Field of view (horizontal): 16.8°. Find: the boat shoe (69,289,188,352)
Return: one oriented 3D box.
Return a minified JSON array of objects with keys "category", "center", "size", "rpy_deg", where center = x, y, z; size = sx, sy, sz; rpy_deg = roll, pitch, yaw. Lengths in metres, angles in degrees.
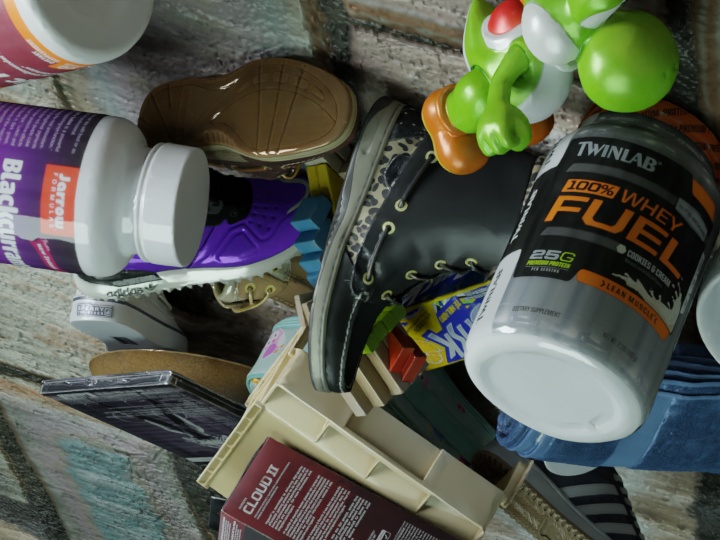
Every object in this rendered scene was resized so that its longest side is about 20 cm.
[{"category":"boat shoe","center":[-0.188,0.029,1.996],"size":[0.071,0.066,0.200],"rpy_deg":[2,168,17]}]

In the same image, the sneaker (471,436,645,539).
[{"category":"sneaker","center":[0.190,0.182,1.874],"size":[0.200,0.108,0.070],"rpy_deg":[45,148,10]}]

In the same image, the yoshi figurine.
[{"category":"yoshi figurine","center":[0.124,-0.114,1.474],"size":[0.111,0.113,0.200],"rpy_deg":[18,152,-17]}]

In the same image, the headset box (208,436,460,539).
[{"category":"headset box","center":[-0.023,0.220,1.802],"size":[0.199,0.077,0.149],"rpy_deg":[27,148,9]}]

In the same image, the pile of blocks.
[{"category":"pile of blocks","center":[0.000,0.000,1.705],"size":[0.062,0.082,0.201],"rpy_deg":[-10,96,49]}]

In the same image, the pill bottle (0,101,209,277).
[{"category":"pill bottle","center":[-0.210,-0.056,1.676],"size":[0.198,0.112,0.112],"rpy_deg":[7,148,12]}]

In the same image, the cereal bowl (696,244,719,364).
[{"category":"cereal bowl","center":[0.316,0.015,1.537],"size":[0.199,0.084,0.200],"rpy_deg":[15,151,8]}]

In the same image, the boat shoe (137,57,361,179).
[{"category":"boat shoe","center":[-0.066,-0.099,1.692],"size":[0.199,0.073,0.072],"rpy_deg":[-4,161,42]}]

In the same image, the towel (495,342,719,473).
[{"category":"towel","center":[0.202,0.099,1.704],"size":[0.199,0.049,0.112],"rpy_deg":[6,134,-21]}]

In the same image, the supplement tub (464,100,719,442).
[{"category":"supplement tub","center":[0.152,-0.004,1.522],"size":[0.122,0.201,0.123],"rpy_deg":[18,151,11]}]

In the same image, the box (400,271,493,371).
[{"category":"box","center":[0.068,0.020,1.768],"size":[0.064,0.070,0.200],"rpy_deg":[38,149,-20]}]

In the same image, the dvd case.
[{"category":"dvd case","center":[-0.144,0.123,2.012],"size":[0.148,0.016,0.200],"rpy_deg":[-6,155,39]}]

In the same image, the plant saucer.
[{"category":"plant saucer","center":[-0.136,0.114,2.069],"size":[0.199,0.036,0.200],"rpy_deg":[9,162,3]}]

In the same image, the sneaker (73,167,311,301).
[{"category":"sneaker","center":[-0.124,-0.043,1.758],"size":[0.199,0.070,0.100],"rpy_deg":[-14,130,5]}]

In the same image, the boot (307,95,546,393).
[{"category":"boot","center":[0.054,-0.001,1.635],"size":[0.153,0.205,0.073],"rpy_deg":[15,-176,9]}]

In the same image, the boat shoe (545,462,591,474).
[{"category":"boat shoe","center":[0.167,0.060,1.750],"size":[0.071,0.066,0.201],"rpy_deg":[-5,137,-12]}]

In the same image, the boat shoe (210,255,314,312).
[{"category":"boat shoe","center":[-0.092,-0.004,1.861],"size":[0.199,0.067,0.074],"rpy_deg":[30,152,-8]}]

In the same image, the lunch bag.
[{"category":"lunch bag","center":[0.019,0.118,1.967],"size":[0.160,0.077,0.200],"rpy_deg":[-4,140,41]}]

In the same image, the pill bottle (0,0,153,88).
[{"category":"pill bottle","center":[-0.240,-0.181,1.634],"size":[0.199,0.115,0.114],"rpy_deg":[-8,138,46]}]

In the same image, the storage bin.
[{"category":"storage bin","center":[0.001,0.149,1.846],"size":[0.199,0.094,0.199],"rpy_deg":[35,148,-1]}]
